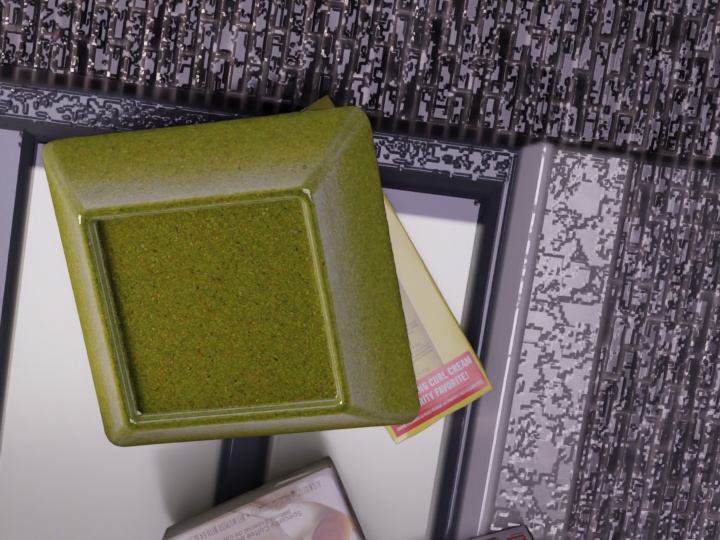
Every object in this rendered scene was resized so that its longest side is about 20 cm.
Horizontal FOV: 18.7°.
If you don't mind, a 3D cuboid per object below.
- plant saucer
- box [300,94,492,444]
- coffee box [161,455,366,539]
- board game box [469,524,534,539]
[{"bbox_3d":[-0.079,0.016,1.270,0.199,0.048,0.201,-6,111,13],"label":"plant saucer"},{"bbox_3d":[0.000,0.000,1.311,0.075,0.050,0.201,-29,105,1],"label":"box"},{"bbox_3d":[-0.029,0.227,1.310,0.114,0.080,0.201,-24,91,-3],"label":"coffee box"},{"bbox_3d":[0.026,0.249,1.384,0.199,0.035,0.127,-14,105,-3],"label":"board game box"}]
